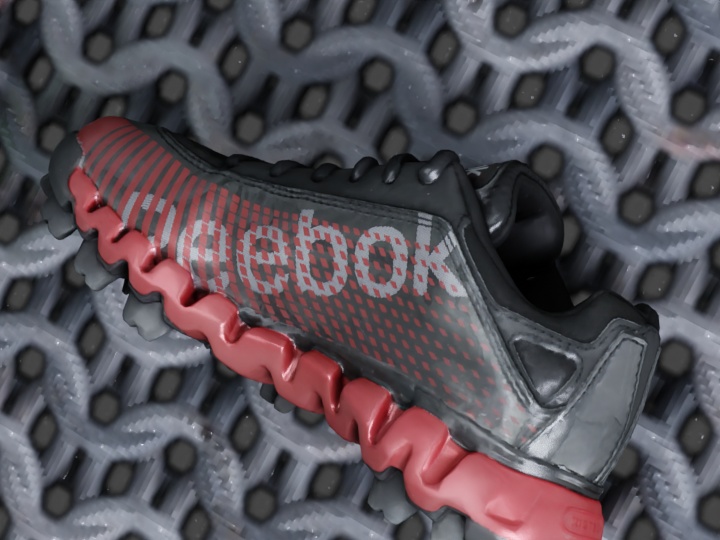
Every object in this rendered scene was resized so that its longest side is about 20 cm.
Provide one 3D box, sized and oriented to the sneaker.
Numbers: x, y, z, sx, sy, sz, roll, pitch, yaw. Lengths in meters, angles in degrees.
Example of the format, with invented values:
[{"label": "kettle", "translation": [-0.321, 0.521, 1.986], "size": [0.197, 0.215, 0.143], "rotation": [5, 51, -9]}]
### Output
[{"label": "sneaker", "translation": [0.000, 0.000, 0.820], "size": [0.200, 0.071, 0.098], "rotation": [34, 95, 27]}]
